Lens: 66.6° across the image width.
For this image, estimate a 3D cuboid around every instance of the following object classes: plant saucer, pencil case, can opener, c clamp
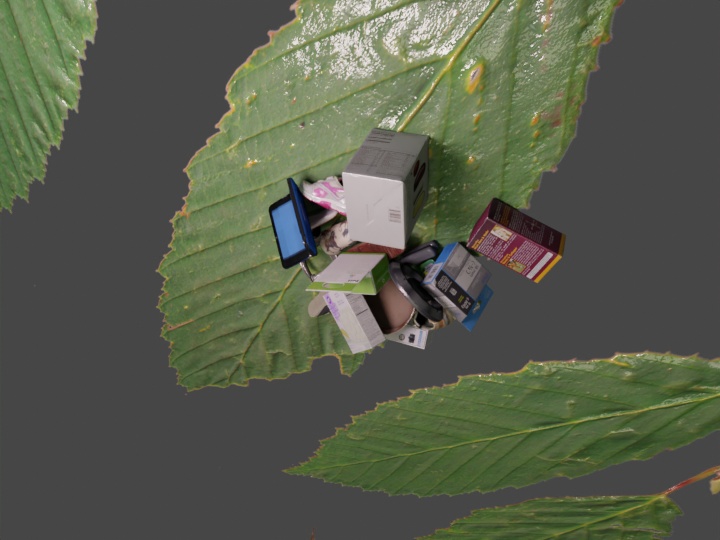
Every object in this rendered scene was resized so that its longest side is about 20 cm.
[{"bbox_3d":[0.079,0.086,1.606,0.200,0.034,0.201,-2,86,34],"label":"plant saucer"},{"bbox_3d":[-0.017,-0.109,1.504,0.200,0.089,0.078,-24,85,37],"label":"pencil case"},{"bbox_3d":[0.120,-0.043,1.520,0.200,0.053,0.067,-24,118,40],"label":"can opener"},{"bbox_3d":[-0.115,-0.020,1.641,0.200,0.027,0.171,-24,89,46],"label":"c clamp"}]

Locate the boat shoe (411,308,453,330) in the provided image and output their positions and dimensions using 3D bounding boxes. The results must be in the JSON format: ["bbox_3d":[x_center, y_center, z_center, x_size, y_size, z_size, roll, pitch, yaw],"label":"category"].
[{"bbox_3d":[0.179,0.129,1.597,0.200,0.068,0.075,3,115,60],"label":"boat shoe"}]

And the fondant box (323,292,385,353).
[{"bbox_3d":[-0.021,0.137,1.601,0.201,0.058,0.144,63,153,3],"label":"fondant box"}]

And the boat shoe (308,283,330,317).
[{"bbox_3d":[-0.095,0.092,1.781,0.063,0.073,0.200,3,149,-41],"label":"boat shoe"}]

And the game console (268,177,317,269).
[{"bbox_3d":[-0.199,-0.124,1.491,0.118,0.201,0.171,-17,168,3],"label":"game console"}]

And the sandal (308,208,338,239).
[{"bbox_3d":[-0.130,-0.120,1.562,0.206,0.079,0.059,-19,120,37],"label":"sandal"}]

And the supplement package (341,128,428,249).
[{"bbox_3d":[0.065,-0.195,1.291,0.146,0.200,0.192,12,136,17],"label":"supplement package"}]

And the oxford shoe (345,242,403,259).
[{"bbox_3d":[0.048,-0.069,1.520,0.199,0.075,0.071,-10,114,37],"label":"oxford shoe"}]

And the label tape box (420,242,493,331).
[{"bbox_3d":[0.275,0.045,1.446,0.200,0.144,0.063,41,158,-15],"label":"label tape box"}]

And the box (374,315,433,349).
[{"bbox_3d":[0.118,0.178,1.682,0.199,0.117,0.060,13,98,18],"label":"box"}]

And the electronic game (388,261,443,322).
[{"bbox_3d":[0.147,0.054,1.439,0.200,0.200,0.042,43,108,-15],"label":"electronic game"}]

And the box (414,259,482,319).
[{"bbox_3d":[0.239,0.045,1.546,0.200,0.048,0.117,40,138,-15],"label":"box"}]

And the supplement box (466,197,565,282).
[{"bbox_3d":[0.376,-0.072,1.327,0.199,0.086,0.111,28,139,1],"label":"supplement box"}]

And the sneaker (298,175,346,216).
[{"bbox_3d":[-0.076,-0.209,1.454,0.199,0.089,0.081,25,-178,28],"label":"sneaker"}]

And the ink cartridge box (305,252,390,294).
[{"bbox_3d":[-0.029,0.031,1.447,0.147,0.200,0.076,2,121,32],"label":"ink cartridge box"}]
